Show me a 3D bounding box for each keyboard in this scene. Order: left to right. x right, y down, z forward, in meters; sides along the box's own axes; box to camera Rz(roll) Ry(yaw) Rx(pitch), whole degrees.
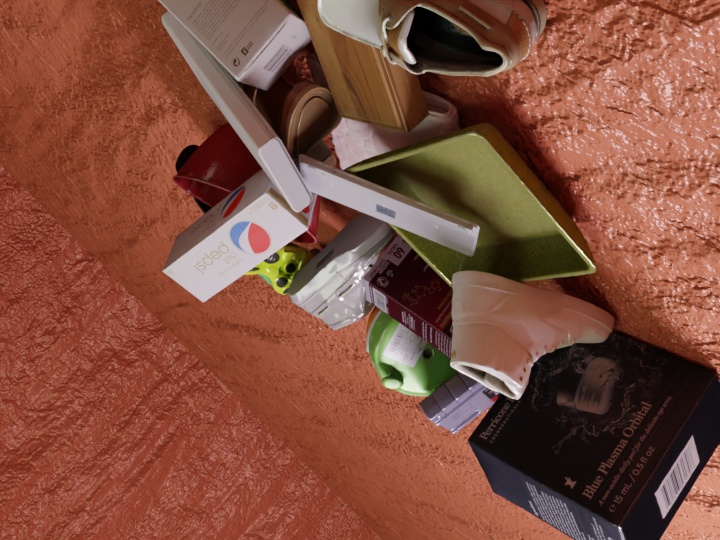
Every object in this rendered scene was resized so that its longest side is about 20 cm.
[{"bbox_3d":[0.026,-0.065,0.978,0.197,0.011,0.057,23,158,12],"label":"keyboard"}]

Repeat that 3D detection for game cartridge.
[{"bbox_3d":[0.150,0.156,1.247,0.039,0.129,0.200,57,-175,20],"label":"game cartridge"}]

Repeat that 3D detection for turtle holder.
[{"bbox_3d":[0.094,0.086,1.295,0.132,0.182,0.144,-123,29,-62],"label":"turtle holder"}]

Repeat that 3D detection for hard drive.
[{"bbox_3d":[-0.125,-0.163,0.986,0.201,0.026,0.132,53,176,26],"label":"hard drive"}]

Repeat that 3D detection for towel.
[{"bbox_3d":[0.038,-0.135,1.039,0.189,0.032,0.201,32,158,29],"label":"towel"}]

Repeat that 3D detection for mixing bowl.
[{"bbox_3d":[-0.126,-0.123,1.226,0.197,0.110,0.200,23,172,4],"label":"mixing bowl"}]

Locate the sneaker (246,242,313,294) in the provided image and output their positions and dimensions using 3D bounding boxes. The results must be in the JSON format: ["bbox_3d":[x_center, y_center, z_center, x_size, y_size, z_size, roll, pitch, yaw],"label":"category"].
[{"bbox_3d":[-0.132,-0.028,1.289,0.084,0.074,0.199,47,-168,33],"label":"sneaker"}]

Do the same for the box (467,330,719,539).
[{"bbox_3d":[0.257,0.179,1.047,0.198,0.197,0.118,23,155,41],"label":"box"}]

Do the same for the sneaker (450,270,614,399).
[{"bbox_3d":[0.176,0.080,1.007,0.197,0.118,0.073,14,163,-22],"label":"sneaker"}]

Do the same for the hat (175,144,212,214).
[{"bbox_3d":[-0.167,-0.115,1.379,0.200,0.081,0.202,44,-158,-23],"label":"hat"}]

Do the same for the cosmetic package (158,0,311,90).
[{"bbox_3d":[-0.147,-0.274,0.929,0.200,0.085,0.108,46,-169,3],"label":"cosmetic package"}]

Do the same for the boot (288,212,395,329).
[{"bbox_3d":[0.000,0.000,1.260,0.095,0.074,0.199,37,127,-22],"label":"boot"}]

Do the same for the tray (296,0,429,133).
[{"bbox_3d":[-0.009,-0.225,0.879,0.098,0.037,0.202,22,145,44],"label":"tray"}]

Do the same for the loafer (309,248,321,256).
[{"bbox_3d":[-0.061,0.005,1.472,0.067,0.077,0.200,35,162,-5],"label":"loafer"}]

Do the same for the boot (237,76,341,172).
[{"bbox_3d":[-0.093,-0.188,1.048,0.155,0.073,0.200,52,167,12],"label":"boot"}]

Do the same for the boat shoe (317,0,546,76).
[{"bbox_3d":[0.043,-0.199,0.764,0.197,0.069,0.076,13,141,29],"label":"boat shoe"}]

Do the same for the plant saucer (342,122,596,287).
[{"bbox_3d":[0.111,-0.067,0.955,0.200,0.048,0.198,43,150,-27],"label":"plant saucer"}]

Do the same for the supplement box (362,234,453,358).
[{"bbox_3d":[0.111,0.036,1.153,0.198,0.109,0.061,33,160,19],"label":"supplement box"}]

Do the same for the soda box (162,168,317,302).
[{"bbox_3d":[-0.140,-0.044,1.115,0.068,0.064,0.199,38,130,-25],"label":"soda box"}]
